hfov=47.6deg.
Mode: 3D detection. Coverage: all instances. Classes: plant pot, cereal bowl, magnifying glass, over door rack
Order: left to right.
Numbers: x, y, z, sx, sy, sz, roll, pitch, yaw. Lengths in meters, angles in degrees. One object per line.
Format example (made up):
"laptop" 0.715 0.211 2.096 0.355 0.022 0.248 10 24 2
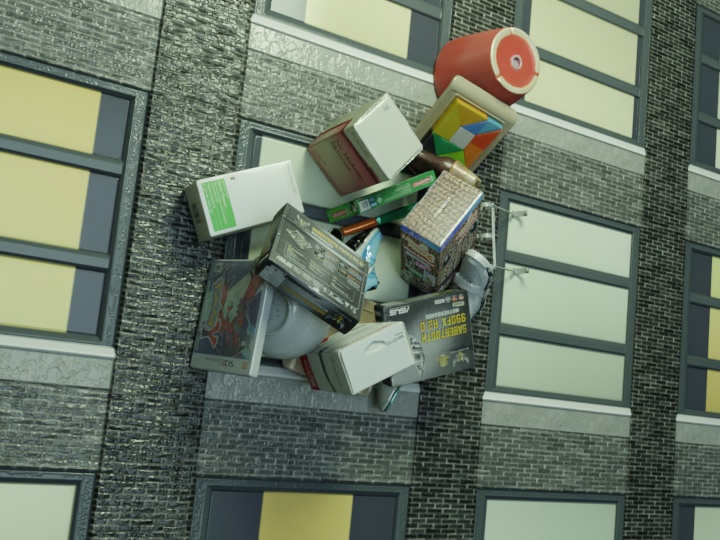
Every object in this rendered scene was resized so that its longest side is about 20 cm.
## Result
"cereal bowl" -0.152 0.064 1.488 0.083 0.196 0.205 -8 90 -70
"magnifying glass" 0.048 -0.109 1.700 0.196 0.079 0.023 -21 99 -19
"plant pot" 0.287 -0.437 1.798 0.197 0.176 0.206 3 85 -30
"over door rack" 0.312 -0.068 1.842 0.198 0.066 0.152 4 84 -53

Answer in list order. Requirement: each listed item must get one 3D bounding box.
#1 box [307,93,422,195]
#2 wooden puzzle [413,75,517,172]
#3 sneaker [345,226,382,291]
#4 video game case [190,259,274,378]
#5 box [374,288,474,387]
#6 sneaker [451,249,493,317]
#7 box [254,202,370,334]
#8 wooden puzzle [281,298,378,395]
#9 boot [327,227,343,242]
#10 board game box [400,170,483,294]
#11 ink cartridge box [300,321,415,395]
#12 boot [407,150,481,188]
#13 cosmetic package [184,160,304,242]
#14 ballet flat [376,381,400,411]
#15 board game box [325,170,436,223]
"box" 0.005 -0.241 1.604 0.109 0.199 0.129 -45 107 -25
"wooden puzzle" 0.217 -0.296 1.759 0.182 0.201 0.038 23 32 -26
"sneaker" 0.000 0.000 1.644 0.090 0.078 0.202 44 52 -24
"video game case" -0.228 0.081 1.456 0.023 0.180 0.205 20 76 -44
"box" 0.130 0.133 1.640 0.196 0.048 0.163 -9 96 -24
"sneaker" 0.219 0.052 1.728 0.074 0.202 0.115 32 60 24
"box" -0.079 -0.005 1.433 0.198 0.048 0.160 35 36 -20
"wooden puzzle" -0.050 0.134 1.637 0.197 0.046 0.189 22 75 -22
"boot" -0.113 0.005 1.556 0.067 0.130 0.203 34 71 -24
"board game box" 0.164 -0.070 1.680 0.096 0.201 0.160 31 65 20
"ink cartridge box" -0.009 0.160 1.517 0.142 0.199 0.085 -23 94 -25
"boot" 0.175 -0.204 1.761 0.164 0.200 0.073 27 83 11
"cosmetic package" -0.217 -0.131 1.533 0.197 0.084 0.110 -19 93 -29
"ballet flat" 0.072 0.197 1.697 0.069 0.069 0.202 42 64 -20
"board game box" 0.042 -0.150 1.657 0.197 0.134 0.030 -24 96 -29
